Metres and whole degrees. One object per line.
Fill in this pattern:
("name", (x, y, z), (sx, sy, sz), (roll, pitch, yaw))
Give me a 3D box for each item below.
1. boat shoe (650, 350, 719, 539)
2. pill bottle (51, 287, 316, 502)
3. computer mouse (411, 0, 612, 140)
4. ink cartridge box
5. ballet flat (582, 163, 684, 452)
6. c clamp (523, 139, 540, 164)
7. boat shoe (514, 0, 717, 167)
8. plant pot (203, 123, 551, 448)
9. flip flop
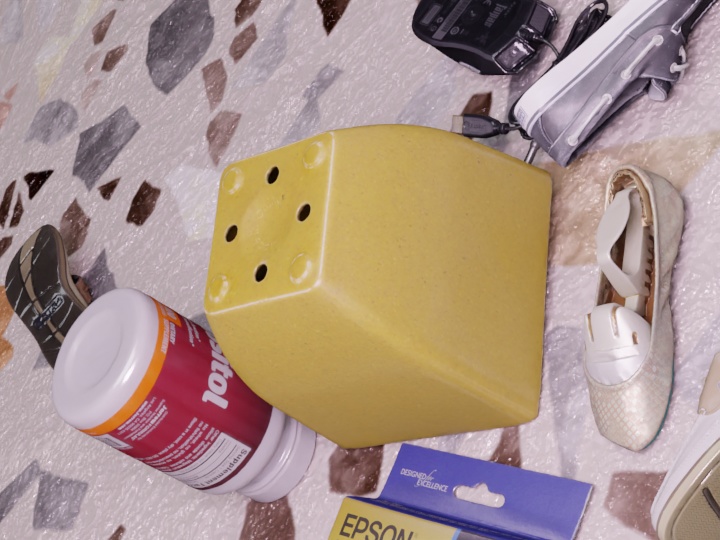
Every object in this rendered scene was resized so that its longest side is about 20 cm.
("boat shoe", (0.239, 0.082, 0.924), (0.200, 0.075, 0.068), (-48, 32, 0))
("pill bottle", (-0.131, 0.104, 1.207), (0.112, 0.199, 0.114), (-27, 46, 32))
("computer mouse", (0.106, -0.165, 1.258), (0.199, 0.046, 0.141), (21, 73, 44))
("ink cartridge box", (0.045, 0.218, 1.061), (0.197, 0.047, 0.202), (4, 70, 50))
("ballet flat", (0.174, 0.021, 1.040), (0.067, 0.062, 0.202), (-16, 54, 41))
("c clamp", (0.049, -0.037, 1.255), (0.199, 0.027, 0.172), (18, 84, 50))
("boat shoe", (0.207, -0.155, 1.129), (0.199, 0.072, 0.068), (-40, 73, 1))
("plant pot", (0.000, 0.000, 1.116), (0.194, 0.199, 0.197), (-13, 62, 40))
("flip flop", (-0.298, 0.037, 1.567), (0.081, 0.057, 0.201), (-43, 54, 10))
